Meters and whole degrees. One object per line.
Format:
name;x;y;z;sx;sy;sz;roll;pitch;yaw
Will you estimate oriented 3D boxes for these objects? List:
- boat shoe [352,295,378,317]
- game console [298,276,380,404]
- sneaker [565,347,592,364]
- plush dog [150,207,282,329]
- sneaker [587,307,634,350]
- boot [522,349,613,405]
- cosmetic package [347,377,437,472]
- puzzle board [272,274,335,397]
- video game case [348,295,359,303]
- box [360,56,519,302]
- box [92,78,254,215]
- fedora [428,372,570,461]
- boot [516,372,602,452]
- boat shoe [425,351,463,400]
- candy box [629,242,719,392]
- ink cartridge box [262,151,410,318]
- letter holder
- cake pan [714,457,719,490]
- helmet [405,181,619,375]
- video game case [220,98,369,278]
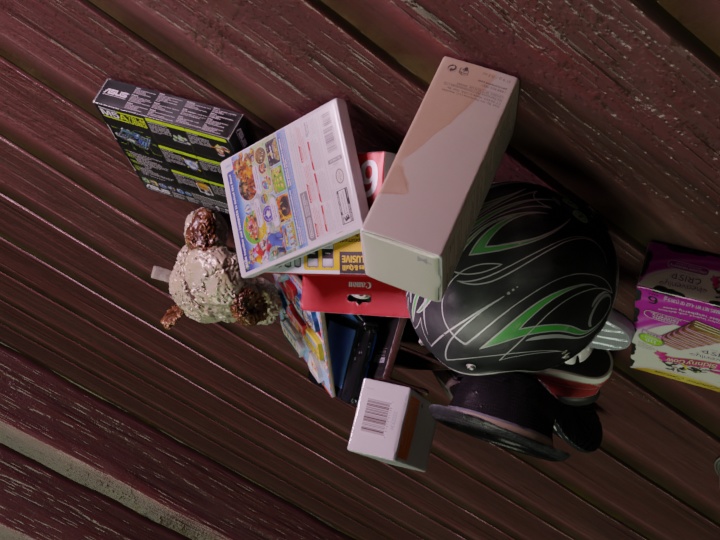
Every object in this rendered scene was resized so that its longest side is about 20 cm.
boat shoe;0.000;0.000;1.243;0.073;0.061;0.201;14;142;24
game console;-0.064;0.083;1.360;0.117;0.172;0.200;15;179;-21
sneaker;0.209;0.043;1.175;0.198;0.078;0.091;18;147;-3
plush dog;-0.206;0.012;1.321;0.201;0.160;0.172;53;157;-1
sneaker;0.227;0.025;1.092;0.199;0.071;0.073;24;150;26
boot;0.241;0.133;1.317;0.198;0.073;0.145;16;156;11
cosmetic package;0.051;0.223;1.344;0.071;0.102;0.200;10;168;19
puzzle board;-0.089;0.072;1.369;0.200;0.017;0.152;-133;31;-53
video game case;0.023;0.026;1.362;0.199;0.023;0.183;11;153;28
box;0.075;-0.084;0.869;0.077;0.201;0.095;20;155;13
box;-0.219;-0.149;1.214;0.198;0.048;0.194;17;152;19
fedora;0.195;0.185;1.266;0.199;0.092;0.201;18;169;3
boot;0.255;0.213;1.459;0.198;0.074;0.162;40;151;-14
boat shoe;0.161;0.148;1.422;0.075;0.092;0.200;58;178;-14
candy box;0.374;0.059;1.046;0.135;0.061;0.200;15;154;22
ink cartridge box;-0.023;-0.037;1.074;0.199;0.177;0.083;0;178;42
letter holder;0.061;0.131;1.393;0.141;0.101;0.200;22;167;-22
cake pan;0.618;0.328;1.386;0.199;0.037;0.201;21;156;10
helmet;0.144;0.008;0.966;0.189;0.202;0.200;2;168;-30
video game case;-0.077;-0.087;1.054;0.199;0.145;0.018;-20;167;40
